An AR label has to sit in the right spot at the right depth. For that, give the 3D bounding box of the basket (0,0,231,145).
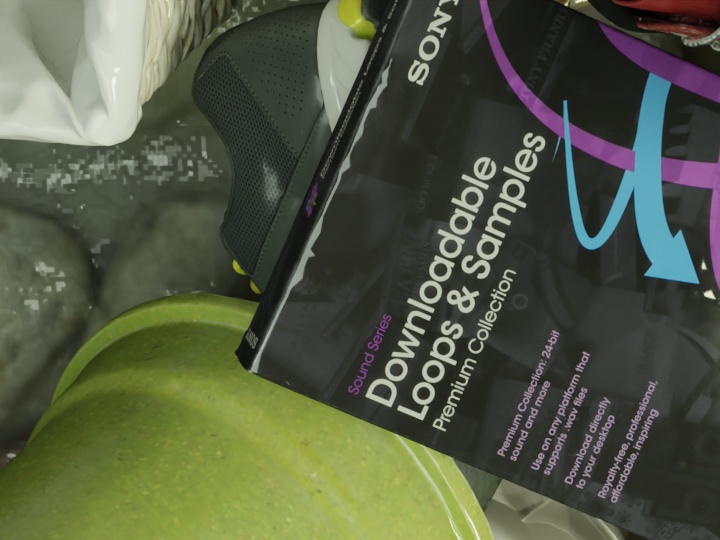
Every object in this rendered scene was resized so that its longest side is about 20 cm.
[{"bbox_3d":[-0.143,-0.165,0.845,0.197,0.161,0.201,8,111,11],"label":"basket"}]

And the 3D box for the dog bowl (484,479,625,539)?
[{"bbox_3d":[0.018,0.141,0.968,0.199,0.059,0.201,5,110,13],"label":"dog bowl"}]

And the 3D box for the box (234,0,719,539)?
[{"bbox_3d":[0.079,0.002,0.804,0.199,0.036,0.144,22,94,-10],"label":"box"}]

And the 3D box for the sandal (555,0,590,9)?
[{"bbox_3d":[0.058,-0.103,0.869,0.069,0.078,0.212,25,121,-2],"label":"sandal"}]

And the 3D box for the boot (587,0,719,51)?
[{"bbox_3d":[0.152,-0.071,0.787,0.200,0.144,0.073,36,118,18],"label":"boot"}]

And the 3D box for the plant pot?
[{"bbox_3d":[-0.080,0.136,0.830,0.200,0.184,0.201,17,122,29],"label":"plant pot"}]

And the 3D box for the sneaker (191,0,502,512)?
[{"bbox_3d":[0.000,0.000,0.870,0.084,0.074,0.201,-1,109,29],"label":"sneaker"}]
